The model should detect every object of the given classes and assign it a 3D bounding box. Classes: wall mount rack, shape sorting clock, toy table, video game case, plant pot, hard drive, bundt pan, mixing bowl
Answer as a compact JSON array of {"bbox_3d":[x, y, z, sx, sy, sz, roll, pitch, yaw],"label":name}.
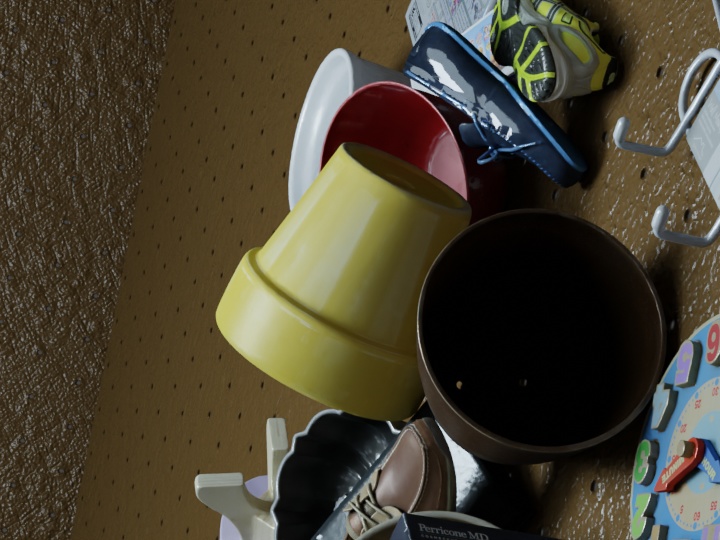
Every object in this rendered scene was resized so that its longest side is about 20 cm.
[{"bbox_3d":[0.249,-0.120,1.274,0.201,0.074,0.174,-102,30,-51],"label":"wall mount rack"},{"bbox_3d":[0.233,0.123,1.216,0.200,0.039,0.201,-167,90,-72],"label":"shape sorting clock"},{"bbox_3d":[-0.085,0.257,1.899,0.200,0.183,0.118,-120,28,-47],"label":"toy table"},{"bbox_3d":[0.111,-0.276,1.841,0.201,0.045,0.182,-101,28,-49],"label":"video game case"},{"bbox_3d":[0.000,0.000,1.576,0.190,0.200,0.201,-64,21,14],"label":"plant pot"},{"bbox_3d":[0.048,0.223,1.567,0.200,0.033,0.140,-52,52,25],"label":"hard drive"},{"bbox_3d":[0.011,0.226,1.676,0.201,0.076,0.203,-8,78,42],"label":"bundt pan"},{"bbox_3d":[0.121,0.077,1.405,0.200,0.185,0.188,109,167,-68],"label":"plant pot"},{"bbox_3d":[0.066,-0.080,1.694,0.199,0.108,0.202,12,107,46],"label":"mixing bowl"}]

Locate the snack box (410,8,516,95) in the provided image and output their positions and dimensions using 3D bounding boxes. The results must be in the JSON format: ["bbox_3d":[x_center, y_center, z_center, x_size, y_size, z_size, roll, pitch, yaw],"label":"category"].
[{"bbox_3d":[0.117,-0.198,1.718,0.200,0.024,0.072,-33,60,49],"label":"snack box"}]

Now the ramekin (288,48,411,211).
[{"bbox_3d":[-0.003,-0.139,2.013,0.200,0.097,0.202,-167,90,-73],"label":"ramekin"}]

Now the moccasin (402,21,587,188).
[{"bbox_3d":[0.116,-0.133,1.574,0.068,0.080,0.200,-49,60,12],"label":"moccasin"}]

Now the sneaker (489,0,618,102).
[{"bbox_3d":[0.165,-0.203,1.580,0.200,0.076,0.076,-107,23,-52],"label":"sneaker"}]

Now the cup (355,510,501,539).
[{"bbox_3d":[0.066,0.292,1.418,0.143,0.199,0.202,49,-129,-78],"label":"cup"}]

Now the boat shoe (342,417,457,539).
[{"bbox_3d":[0.025,0.205,1.477,0.076,0.071,0.201,55,142,43],"label":"boat shoe"}]

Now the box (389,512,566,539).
[{"bbox_3d":[0.115,0.275,1.214,0.183,0.199,0.105,-102,30,-53],"label":"box"}]
